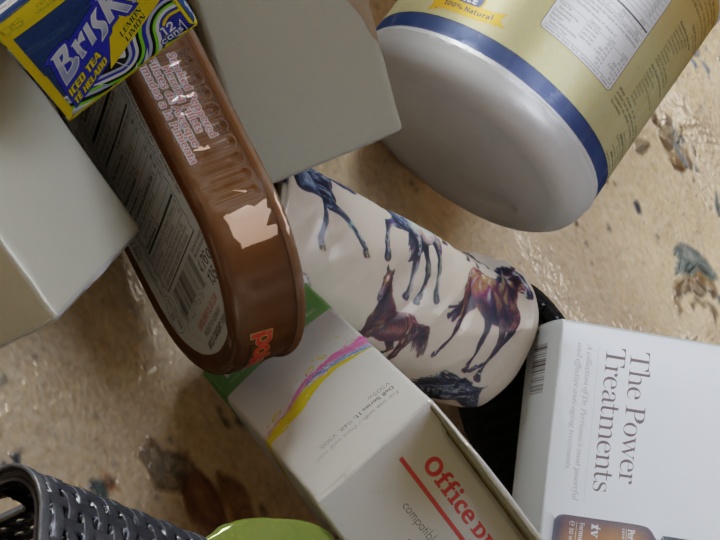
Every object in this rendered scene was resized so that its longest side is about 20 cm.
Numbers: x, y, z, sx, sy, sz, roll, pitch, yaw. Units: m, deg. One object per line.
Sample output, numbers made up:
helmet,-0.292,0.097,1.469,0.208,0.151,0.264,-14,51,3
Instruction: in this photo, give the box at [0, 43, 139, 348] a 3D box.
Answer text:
box,-0.185,-0.067,1.111,0.201,0.068,0.082,56,37,-13

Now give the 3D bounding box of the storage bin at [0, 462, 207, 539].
storage bin,-0.129,0.189,0.976,0.093,0.135,0.201,26,51,-40

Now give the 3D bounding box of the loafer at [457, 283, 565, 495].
loafer,0.104,0.101,1.389,0.071,0.073,0.201,-12,80,-82

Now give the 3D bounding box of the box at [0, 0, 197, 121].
box,-0.144,-0.153,1.120,0.064,0.070,0.200,52,2,-46

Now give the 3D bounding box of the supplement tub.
supplement tub,0.104,-0.136,1.391,0.144,0.144,0.201,45,68,-25

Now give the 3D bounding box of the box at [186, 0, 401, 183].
box,-0.052,-0.148,1.171,0.095,0.077,0.201,-128,-161,-56

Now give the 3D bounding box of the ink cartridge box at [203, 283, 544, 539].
ink cartridge box,0.014,0.096,1.162,0.117,0.067,0.200,53,-6,-27

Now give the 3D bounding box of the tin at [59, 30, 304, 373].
tin,-0.085,-0.050,1.164,0.042,0.112,0.201,-20,72,-26

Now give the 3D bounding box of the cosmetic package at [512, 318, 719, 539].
cosmetic package,0.150,0.135,1.324,0.150,0.052,0.202,9,81,-17

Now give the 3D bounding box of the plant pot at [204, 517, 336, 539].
plant pot,-0.039,0.208,1.061,0.199,0.200,0.191,12,49,-48

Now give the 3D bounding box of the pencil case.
pencil case,0.000,0.000,1.295,0.199,0.077,0.090,27,70,-40
